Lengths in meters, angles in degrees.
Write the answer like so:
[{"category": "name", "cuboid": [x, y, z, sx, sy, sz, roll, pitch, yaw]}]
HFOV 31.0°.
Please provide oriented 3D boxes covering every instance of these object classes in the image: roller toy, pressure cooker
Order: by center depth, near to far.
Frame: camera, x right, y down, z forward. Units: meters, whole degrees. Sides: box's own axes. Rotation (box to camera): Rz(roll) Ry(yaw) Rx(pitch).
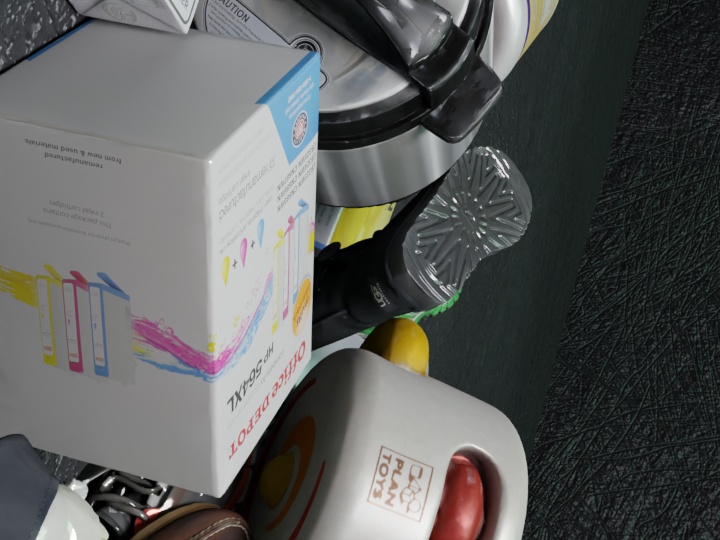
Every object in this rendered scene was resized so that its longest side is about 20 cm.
[{"category": "pressure cooker", "cuboid": [-0.012, -0.140, 0.714, 0.200, 0.173, 0.181, 70, 18, -77]}, {"category": "roller toy", "cuboid": [0.003, 0.146, 0.788, 0.201, 0.138, 0.183, -59, -163, 20]}]

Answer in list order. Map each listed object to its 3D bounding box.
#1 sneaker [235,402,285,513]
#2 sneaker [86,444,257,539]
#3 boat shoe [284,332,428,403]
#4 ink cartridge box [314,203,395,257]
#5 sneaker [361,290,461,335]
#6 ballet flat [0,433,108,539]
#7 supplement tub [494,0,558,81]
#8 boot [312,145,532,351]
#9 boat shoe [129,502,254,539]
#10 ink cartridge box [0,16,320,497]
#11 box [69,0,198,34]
[{"category": "sneaker", "cuboid": [-0.083, 0.173, 0.941, 0.200, 0.075, 0.117, -38, 147, -55]}, {"category": "sneaker", "cuboid": [-0.118, 0.132, 0.758, 0.082, 0.076, 0.203, 34, 68, -65]}, {"category": "boat shoe", "cuboid": [-0.018, 0.073, 0.969, 0.199, 0.065, 0.073, -3, 95, -61]}, {"category": "ink cartridge box", "cuboid": [-0.004, -0.045, 1.024, 0.200, 0.047, 0.200, -70, 163, 5]}, {"category": "sneaker", "cuboid": [0.049, 0.004, 1.236, 0.200, 0.077, 0.086, -52, 149, -57]}, {"category": "ballet flat", "cuboid": [-0.138, 0.110, 0.546, 0.200, 0.072, 0.074, 134, -27, -75]}, {"category": "supplement tub", "cuboid": [0.086, -0.233, 1.062, 0.200, 0.144, 0.147, -52, 150, -56]}, {"category": "boot", "cuboid": [-0.001, 0.000, 0.850, 0.165, 0.199, 0.066, -38, 98, -49]}, {"category": "boat shoe", "cuboid": [-0.120, 0.199, 0.683, 0.200, 0.070, 0.071, -41, 119, -37]}, {"category": "ink cartridge box", "cuboid": [-0.098, 0.000, 0.627, 0.129, 0.124, 0.202, -55, 152, -54]}, {"category": "box", "cuboid": [-0.092, -0.228, 0.596, 0.117, 0.059, 0.202, 56, 48, -69]}]
